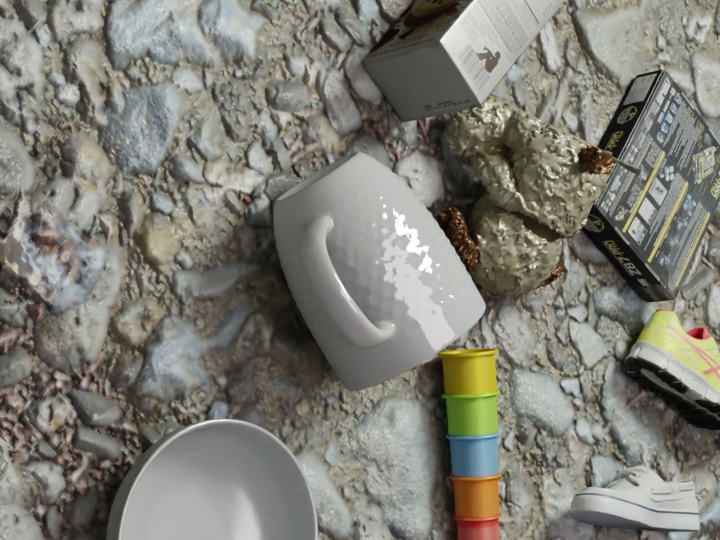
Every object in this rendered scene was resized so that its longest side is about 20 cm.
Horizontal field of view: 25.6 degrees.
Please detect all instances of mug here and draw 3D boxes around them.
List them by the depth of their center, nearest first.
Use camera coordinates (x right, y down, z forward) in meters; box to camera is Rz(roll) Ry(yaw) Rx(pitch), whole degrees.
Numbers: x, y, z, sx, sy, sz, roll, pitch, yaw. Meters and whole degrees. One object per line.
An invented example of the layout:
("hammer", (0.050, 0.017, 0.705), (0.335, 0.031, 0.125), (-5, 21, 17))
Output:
("mug", (0.000, 0.000, 1.369), (0.176, 0.147, 0.200), (59, 19, -8))

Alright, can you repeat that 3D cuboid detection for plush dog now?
("plush dog", (0.166, -0.056, 1.552), (0.199, 0.160, 0.173), (20, 100, -35))

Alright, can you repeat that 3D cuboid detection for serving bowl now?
("serving bowl", (-0.131, 0.223, 1.312), (0.199, 0.066, 0.202), (4, 84, -39))

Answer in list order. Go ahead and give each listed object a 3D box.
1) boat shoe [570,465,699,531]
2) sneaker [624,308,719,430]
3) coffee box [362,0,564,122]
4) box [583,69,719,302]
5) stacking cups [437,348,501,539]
("boat shoe", (0.288, 0.238, 1.668), (0.199, 0.073, 0.066), (17, 70, -48))
("sneaker", (0.378, 0.111, 1.743), (0.200, 0.078, 0.091), (37, 62, -31))
("coffee box", (0.108, -0.241, 1.523), (0.080, 0.113, 0.200), (53, 56, -23))
("box", (0.323, -0.093, 1.733), (0.161, 0.049, 0.201), (44, 60, -27))
("stacking cups", (0.111, 0.177, 1.522), (0.060, 0.060, 0.202), (-3, 88, -40))
